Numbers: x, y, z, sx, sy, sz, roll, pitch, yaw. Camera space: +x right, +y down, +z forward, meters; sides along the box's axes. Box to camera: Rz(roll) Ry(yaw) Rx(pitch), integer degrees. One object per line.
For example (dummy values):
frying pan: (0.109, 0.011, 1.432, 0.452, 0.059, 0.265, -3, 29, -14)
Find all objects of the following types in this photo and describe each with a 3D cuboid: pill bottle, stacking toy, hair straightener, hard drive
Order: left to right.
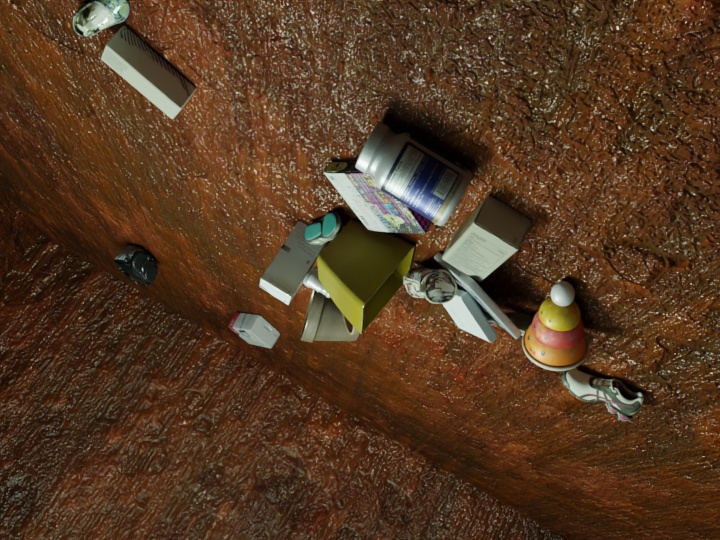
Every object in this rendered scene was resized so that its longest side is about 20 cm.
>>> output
pill bottle: (0.096, -0.181, 1.218, 0.198, 0.117, 0.116, 32, 158, 1)
hard drive: (0.250, 0.100, 1.603, 0.133, 0.027, 0.200, 55, 173, -11)
hair straightener: (0.295, 0.122, 1.688, 0.077, 0.041, 0.199, 39, 162, -17)
stacking toy: (0.422, 0.100, 1.417, 0.144, 0.146, 0.203, 18, 137, 28)

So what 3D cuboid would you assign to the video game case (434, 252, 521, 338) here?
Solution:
video game case: (0.266, 0.056, 1.513, 0.200, 0.022, 0.182, 44, -177, -28)

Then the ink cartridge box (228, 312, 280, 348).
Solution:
ink cartridge box: (-0.472, 0.263, 2.927, 0.198, 0.086, 0.148, 3, 145, 52)

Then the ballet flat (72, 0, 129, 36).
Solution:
ballet flat: (-0.546, -0.529, 1.384, 0.198, 0.075, 0.074, 3, 145, 49)

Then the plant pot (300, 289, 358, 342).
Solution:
plant pot: (-0.081, 0.140, 2.057, 0.170, 0.204, 0.200, 16, 159, -6)

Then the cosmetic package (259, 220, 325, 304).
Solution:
cosmetic package: (-0.181, -0.022, 1.794, 0.101, 0.202, 0.074, 30, 157, -1)

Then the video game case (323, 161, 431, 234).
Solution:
video game case: (0.037, -0.158, 1.447, 0.179, 0.036, 0.200, 8, 148, 45)

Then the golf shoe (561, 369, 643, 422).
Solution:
golf shoe: (0.599, 0.289, 1.636, 0.197, 0.078, 0.089, 25, 138, 8)

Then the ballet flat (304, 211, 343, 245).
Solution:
ballet flat: (-0.078, -0.106, 1.694, 0.063, 0.069, 0.199, 10, 169, -27)

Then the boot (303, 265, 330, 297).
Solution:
boot: (-0.090, 0.029, 1.848, 0.095, 0.074, 0.200, 34, -162, 4)

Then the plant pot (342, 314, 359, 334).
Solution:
plant pot: (-0.001, 0.072, 1.851, 0.091, 0.205, 0.201, -9, 161, -12)

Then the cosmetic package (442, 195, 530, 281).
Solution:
cosmetic package: (0.248, -0.060, 1.332, 0.104, 0.072, 0.200, 31, 158, -2)

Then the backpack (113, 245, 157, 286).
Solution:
backpack: (-0.995, -0.031, 2.936, 0.198, 0.127, 0.169, 11, 140, 42)

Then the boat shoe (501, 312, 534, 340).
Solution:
boat shoe: (0.415, 0.156, 1.557, 0.197, 0.075, 0.063, 20, 127, 17)

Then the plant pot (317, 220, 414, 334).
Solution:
plant pot: (0.000, 0.000, 1.643, 0.175, 0.200, 0.201, 37, 160, 15)

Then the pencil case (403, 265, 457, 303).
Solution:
pencil case: (0.158, 0.031, 1.561, 0.088, 0.079, 0.200, 14, 180, -10)

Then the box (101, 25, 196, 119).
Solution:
box: (-0.471, -0.438, 1.475, 0.199, 0.069, 0.082, 40, 157, -22)
